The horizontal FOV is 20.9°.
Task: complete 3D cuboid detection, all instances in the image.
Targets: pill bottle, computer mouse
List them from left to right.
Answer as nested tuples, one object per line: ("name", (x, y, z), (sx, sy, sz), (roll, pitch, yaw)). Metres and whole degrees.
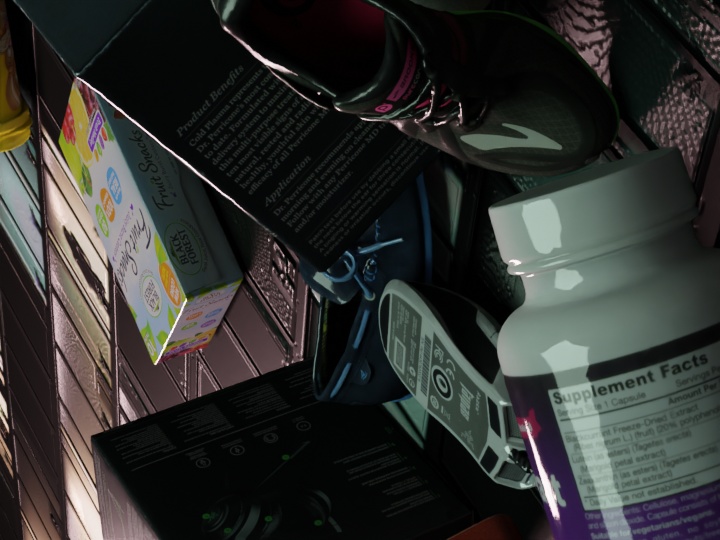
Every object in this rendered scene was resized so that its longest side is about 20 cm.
("computer mouse", (0.078, 0.069, 1.004), (0.200, 0.044, 0.110), (49, 151, 35))
("pill bottle", (0.120, 0.057, 0.799), (0.111, 0.111, 0.201), (-9, 99, 68))

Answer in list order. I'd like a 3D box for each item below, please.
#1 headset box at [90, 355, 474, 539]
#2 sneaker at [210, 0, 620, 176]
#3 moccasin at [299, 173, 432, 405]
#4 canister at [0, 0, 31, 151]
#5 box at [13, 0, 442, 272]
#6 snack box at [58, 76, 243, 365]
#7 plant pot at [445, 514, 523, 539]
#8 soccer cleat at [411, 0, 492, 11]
("headset box", (-0.045, 0.161, 1.193), (0.200, 0.173, 0.093), (44, 145, 46))
("sneaker", (0.019, -0.084, 0.837), (0.084, 0.199, 0.077), (-91, 27, -57))
("moccasin", (0.000, 0.000, 1.082), (0.081, 0.068, 0.201), (-123, 25, -55))
("canister", (-0.363, -0.219, 1.733), (0.148, 0.086, 0.201), (39, 140, 51))
("box", (-0.077, -0.133, 0.977), (0.197, 0.124, 0.200), (42, -176, -44))
("snack box", (-0.159, -0.049, 1.452), (0.201, 0.053, 0.142), (65, 158, 14))
("plant pot", (0.042, 0.284, 1.002), (0.176, 0.199, 0.200), (54, 164, 40))
("soccer cleat", (-0.004, -0.195, 0.929), (0.200, 0.070, 0.086), (48, 172, 31))
